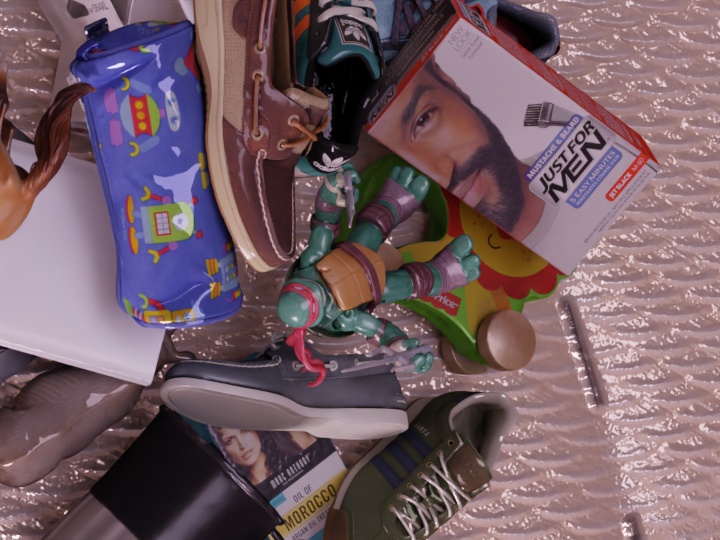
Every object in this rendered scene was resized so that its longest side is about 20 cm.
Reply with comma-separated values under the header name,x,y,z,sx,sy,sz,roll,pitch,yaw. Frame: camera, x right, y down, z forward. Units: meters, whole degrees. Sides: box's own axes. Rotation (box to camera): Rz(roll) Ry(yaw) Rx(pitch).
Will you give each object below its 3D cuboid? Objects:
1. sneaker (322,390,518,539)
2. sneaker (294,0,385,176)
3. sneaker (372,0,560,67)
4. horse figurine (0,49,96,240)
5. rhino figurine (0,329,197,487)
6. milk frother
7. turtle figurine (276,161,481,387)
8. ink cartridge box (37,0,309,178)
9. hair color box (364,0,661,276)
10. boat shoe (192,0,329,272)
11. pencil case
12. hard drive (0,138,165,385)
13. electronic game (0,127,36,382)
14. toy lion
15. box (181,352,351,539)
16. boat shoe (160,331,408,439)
name,x,y,z,sx,sy,sz,roll,pitch,yaw
sneaker,0.050,0.150,1.551,0.067,0.089,0.200,59,40,-19
sneaker,-0.014,-0.163,1.417,0.071,0.080,0.202,5,87,-29
sneaker,0.062,-0.188,1.599,0.199,0.095,0.080,4,83,-30
horse figurine,-0.250,-0.051,1.324,0.050,0.199,0.133,27,43,-55
rhino figurine,-0.185,0.081,1.461,0.200,0.087,0.060,-36,107,-25
milk frother,-0.118,0.227,1.421,0.188,0.200,0.181,-47,121,-8
turtle figurine,0.000,0.000,1.469,0.200,0.100,0.151,-32,101,-55
ink cartridge box,-0.120,-0.145,1.478,0.199,0.128,0.126,13,84,-27
hair color box,0.109,-0.098,1.567,0.199,0.064,0.111,34,107,-21
boat shoe,-0.055,-0.100,1.353,0.072,0.071,0.202,-23,108,-71
pencil case,-0.131,-0.061,1.362,0.086,0.078,0.201,-13,104,-12
hard drive,-0.217,-0.014,1.411,0.199,0.027,0.133,17,78,-14
electronic game,-0.285,-0.015,1.432,0.199,0.042,0.202,2,84,-23
toy lion,0.080,-0.031,1.632,0.199,0.069,0.193,26,70,-26
box,-0.049,0.165,1.558,0.082,0.049,0.201,-35,106,-25
boat shoe,-0.053,0.077,1.495,0.199,0.073,0.062,11,68,-34
